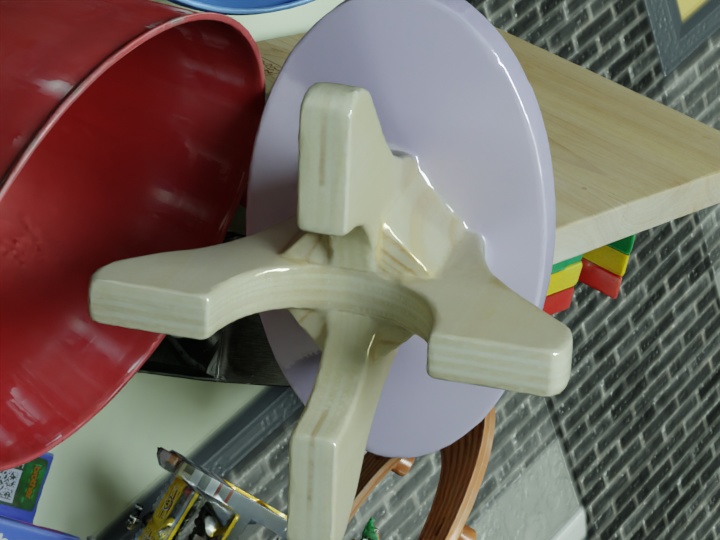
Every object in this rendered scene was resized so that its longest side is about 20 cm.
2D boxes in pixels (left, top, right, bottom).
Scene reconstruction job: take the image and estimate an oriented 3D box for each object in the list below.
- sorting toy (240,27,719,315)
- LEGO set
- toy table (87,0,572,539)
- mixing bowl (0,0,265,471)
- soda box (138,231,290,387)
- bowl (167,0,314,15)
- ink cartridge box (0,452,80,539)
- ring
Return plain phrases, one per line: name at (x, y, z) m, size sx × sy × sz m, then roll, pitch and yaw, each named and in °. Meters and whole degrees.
sorting toy at (0.053, -0.047, 0.966) m, size 0.199 × 0.200 × 0.070 m, roll -18°, pitch 129°, yaw -48°
LEGO set at (-0.071, 0.166, 0.849) m, size 0.116 × 0.154 × 0.200 m, roll 32°, pitch 95°, yaw -17°
toy table at (0.000, 0.000, 0.793) m, size 0.117 × 0.183 × 0.200 m, roll -51°, pitch 136°, yaw -62°
mixing bowl at (-0.138, -0.033, 0.794) m, size 0.200 × 0.108 × 0.200 m, roll -51°, pitch 161°, yaw -26°
soda box at (-0.016, 0.022, 0.993) m, size 0.200 × 0.063 × 0.071 m, roll 6°, pitch 91°, yaw -48°
bowl at (-0.054, -0.209, 0.857) m, size 0.200 × 0.039 × 0.201 m, roll -6°, pitch 101°, yaw -30°
ink cartridge box at (-0.187, 0.162, 0.845) m, size 0.119 × 0.042 × 0.200 m, roll 25°, pitch 75°, yaw -46°
ring at (0.006, 0.138, 0.944) m, size 0.019 × 0.200 × 0.201 m, roll 32°, pitch 69°, yaw -12°
